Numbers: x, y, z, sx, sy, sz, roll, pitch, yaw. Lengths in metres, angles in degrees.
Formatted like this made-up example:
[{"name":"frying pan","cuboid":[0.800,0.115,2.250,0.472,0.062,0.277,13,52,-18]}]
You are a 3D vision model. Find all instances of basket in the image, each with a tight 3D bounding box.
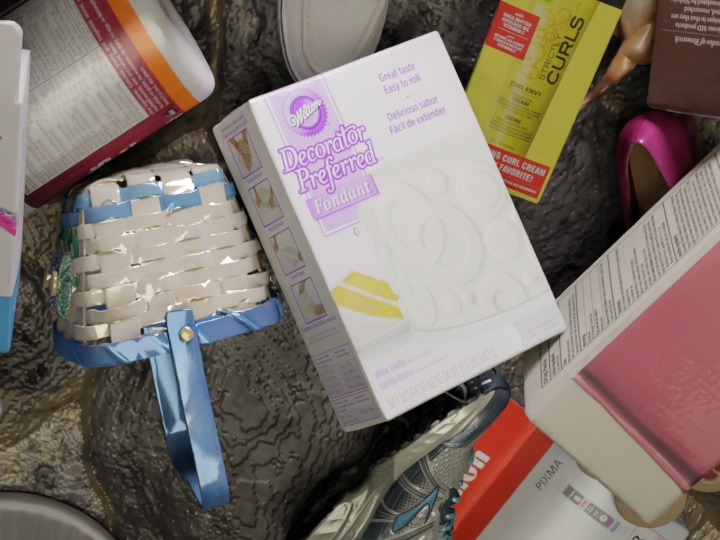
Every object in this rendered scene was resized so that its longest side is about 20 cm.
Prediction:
[{"name":"basket","cuboid":[-0.120,0.036,0.998,0.138,0.176,0.202,-17,96,-14]}]

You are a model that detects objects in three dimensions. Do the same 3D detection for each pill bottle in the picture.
[{"name":"pill bottle","cuboid":[-0.196,-0.101,0.967,0.199,0.110,0.110,-32,111,4]}]

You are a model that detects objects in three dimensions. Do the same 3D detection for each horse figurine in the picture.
[{"name":"horse figurine","cuboid":[0.158,-0.187,1.027,0.131,0.050,0.201,-20,114,6]}]

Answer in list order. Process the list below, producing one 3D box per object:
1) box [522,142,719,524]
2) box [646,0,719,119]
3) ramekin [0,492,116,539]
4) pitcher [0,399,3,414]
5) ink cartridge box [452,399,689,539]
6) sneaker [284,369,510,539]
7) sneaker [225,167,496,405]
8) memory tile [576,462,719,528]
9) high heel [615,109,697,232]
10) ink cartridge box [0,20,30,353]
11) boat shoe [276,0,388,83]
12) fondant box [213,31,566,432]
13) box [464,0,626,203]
[{"name":"box","cuboid":[0.204,0.031,0.979,0.109,0.128,0.200,40,110,-11]},{"name":"box","cuboid":[0.242,-0.197,0.995,0.099,0.075,0.202,-7,108,-38]},{"name":"ramekin","cuboid":[-0.244,0.260,1.094,0.200,0.094,0.204,-3,109,-8]},{"name":"pitcher","cuboid":[-0.306,0.036,0.992,0.200,0.121,0.172,42,107,-10]},{"name":"ink cartridge box","cuboid":[0.110,0.191,1.153,0.199,0.057,0.163,33,101,-23]},{"name":"sneaker","cuboid":[0.039,0.147,1.111,0.086,0.078,0.200,40,109,-14]},{"name":"sneaker","cuboid":[-0.002,0.002,1.037,0.199,0.104,0.060,40,100,-19]},{"name":"memory tile","cuboid":[0.227,0.081,1.081,0.199,0.017,0.154,-35,110,18]},{"name":"high heel","cuboid":[0.196,-0.007,1.066,0.067,0.096,0.202,-3,105,28]},{"name":"ink cartridge box","cuboid":[-0.240,-0.060,0.876,0.114,0.068,0.202,5,121,-9]},{"name":"boat shoe","cuboid":[-0.004,-0.199,0.984,0.070,0.070,0.202,12,106,-13]},{"name":"fondant box","cuboid":[0.019,-0.025,0.971,0.143,0.058,0.202,-24,89,-30]},{"name":"box","cuboid":[0.114,-0.143,0.992,0.075,0.050,0.201,22,127,1]}]
